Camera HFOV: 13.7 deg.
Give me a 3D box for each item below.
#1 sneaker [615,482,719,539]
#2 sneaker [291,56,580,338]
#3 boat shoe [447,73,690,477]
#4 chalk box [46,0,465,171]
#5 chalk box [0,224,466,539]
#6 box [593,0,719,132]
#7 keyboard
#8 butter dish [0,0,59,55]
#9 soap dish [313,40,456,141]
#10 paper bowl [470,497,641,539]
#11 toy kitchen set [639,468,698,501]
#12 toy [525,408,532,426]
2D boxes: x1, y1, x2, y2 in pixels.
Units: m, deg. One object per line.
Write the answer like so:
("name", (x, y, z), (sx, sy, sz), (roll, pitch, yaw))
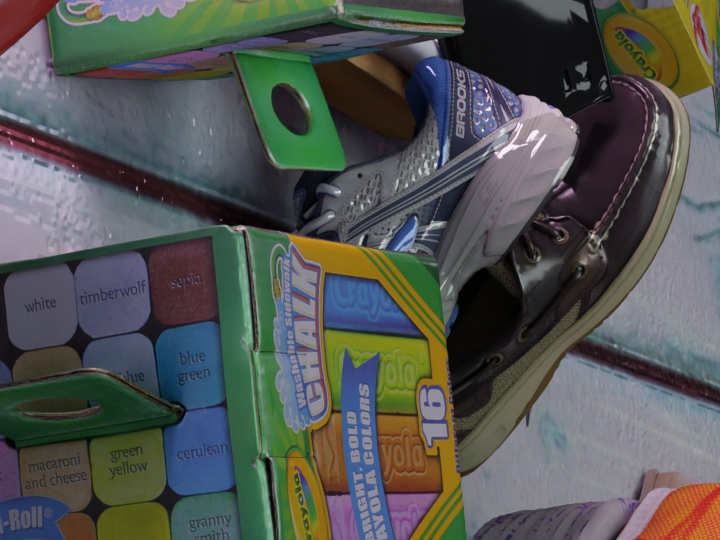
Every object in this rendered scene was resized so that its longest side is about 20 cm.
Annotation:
("sneaker", (0.135, 0.138, 1.233), (0.200, 0.077, 0.073), (-52, 129, -56))
("sneaker", (0.000, 0.000, 1.207), (0.085, 0.077, 0.200), (36, 76, -4))
("boat shoe", (0.069, 0.000, 1.290), (0.065, 0.073, 0.200), (27, 96, -51))
("chalk box", (-0.044, -0.135, 1.135), (0.124, 0.123, 0.201), (-2, 85, -65))
("chalk box", (-0.062, 0.056, 1.033), (0.200, 0.124, 0.124), (7, 76, -62))
("box", (0.115, -0.163, 1.352), (0.200, 0.048, 0.117), (59, 24, -25))
("keyboard", (0.069, -0.158, 1.244), (0.127, 0.021, 0.201), (-27, 114, -27))
("butter dish", (-0.141, -0.133, 0.900), (0.200, 0.147, 0.200), (-56, 132, -56))
("soap dish", (0.009, -0.161, 1.297), (0.157, 0.081, 0.201), (29, 57, -59))
("paper bowl", (0.086, 0.204, 1.313), (0.201, 0.104, 0.201), (30, 56, -58))
("toy kitchen set", (0.254, 0.170, 1.585), (0.200, 0.180, 0.164), (-65, 138, -56))
("toy", (0.069, -0.043, 1.394), (0.115, 0.047, 0.201), (-78, 175, -69))
